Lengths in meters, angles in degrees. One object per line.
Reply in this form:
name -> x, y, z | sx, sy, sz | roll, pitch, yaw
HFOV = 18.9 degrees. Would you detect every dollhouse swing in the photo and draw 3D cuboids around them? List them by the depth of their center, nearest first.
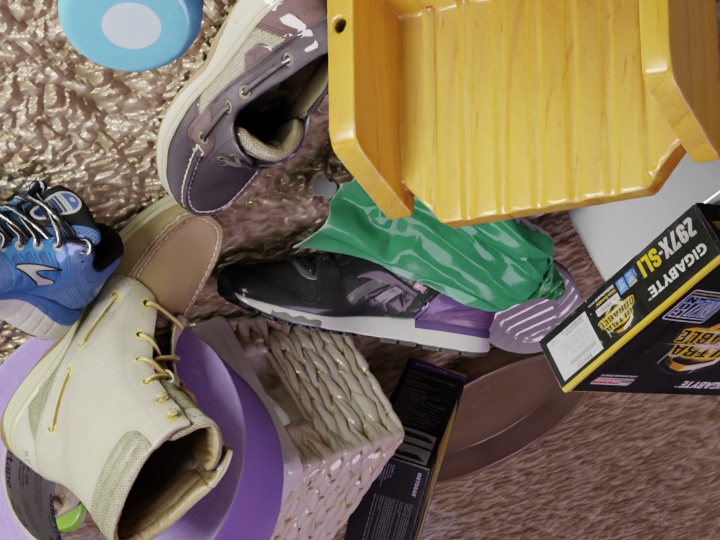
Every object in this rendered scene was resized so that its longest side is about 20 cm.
dollhouse swing -> 0.056, -0.136, 1.095 | 0.199, 0.182, 0.176 | -8, 164, 30

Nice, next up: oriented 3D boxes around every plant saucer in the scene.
plant saucer -> 0.107, 0.118, 1.835 | 0.199, 0.030, 0.200 | -22, 154, -11

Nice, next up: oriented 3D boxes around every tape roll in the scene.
tape roll -> -0.156, 0.132, 1.410 | 0.200, 0.200, 0.085 | -30, 155, 4

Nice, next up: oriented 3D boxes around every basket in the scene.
basket -> -0.075, 0.133, 1.571 | 0.123, 0.136, 0.200 | -12, 150, -37

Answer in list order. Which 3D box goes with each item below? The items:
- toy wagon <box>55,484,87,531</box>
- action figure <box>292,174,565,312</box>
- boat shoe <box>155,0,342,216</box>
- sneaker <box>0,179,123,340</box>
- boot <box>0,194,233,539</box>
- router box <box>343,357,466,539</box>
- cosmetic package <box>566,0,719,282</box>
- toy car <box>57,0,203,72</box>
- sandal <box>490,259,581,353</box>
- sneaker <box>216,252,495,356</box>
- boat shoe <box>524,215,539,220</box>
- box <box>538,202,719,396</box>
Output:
toy wagon -> -0.292, 0.181, 1.552 | 0.200, 0.040, 0.155 | -31, 154, 7
action figure -> 0.062, -0.025, 1.426 | 0.200, 0.055, 0.118 | 29, 112, -32
boat shoe -> -0.062, -0.090, 1.252 | 0.072, 0.065, 0.200 | -8, 148, -35
sneaker -> -0.205, -0.020, 1.247 | 0.089, 0.079, 0.200 | -43, 159, 14
boot -> -0.122, 0.060, 1.313 | 0.072, 0.155, 0.200 | 37, 87, -40
router box -> 0.023, 0.191, 1.683 | 0.157, 0.052, 0.201 | -63, 168, -62
cosmetic package -> 0.268, -0.080, 1.524 | 0.199, 0.123, 0.200 | -39, 153, 23
toy car -> -0.131, -0.220, 0.891 | 0.199, 0.185, 0.177 | 23, 131, -22
sandal -> 0.098, -0.004, 1.583 | 0.082, 0.050, 0.203 | -32, 139, 16
sneaker -> 0.000, 0.000, 1.480 | 0.199, 0.088, 0.076 | 10, -176, -20
boat shoe -> 0.139, -0.099, 1.440 | 0.200, 0.071, 0.070 | -29, 123, 28
box -> 0.244, 0.025, 1.502 | 0.200, 0.049, 0.160 | 5, 138, -47
